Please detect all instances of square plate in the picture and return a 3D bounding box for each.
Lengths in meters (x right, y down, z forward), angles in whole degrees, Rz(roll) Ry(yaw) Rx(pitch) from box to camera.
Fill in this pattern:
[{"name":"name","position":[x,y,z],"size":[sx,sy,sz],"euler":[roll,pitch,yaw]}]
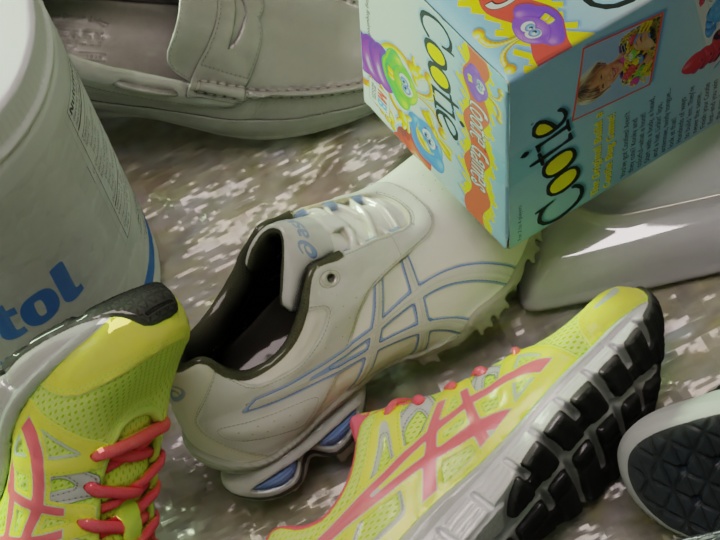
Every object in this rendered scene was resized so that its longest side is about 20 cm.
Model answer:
[{"name":"square plate","position":[0.149,-0.091,1.267],"size":[0.197,0.028,0.201],"euler":[-12,58,7]}]

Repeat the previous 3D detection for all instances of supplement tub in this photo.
[{"name":"supplement tub","position":[-0.166,-0.035,1.206],"size":[0.131,0.200,0.132],"euler":[-6,59,10]}]

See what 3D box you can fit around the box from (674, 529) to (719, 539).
[{"name":"box","position":[0.066,0.199,1.013],"size":[0.198,0.200,0.124],"euler":[-14,57,5]}]

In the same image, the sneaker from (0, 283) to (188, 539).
[{"name":"sneaker","position":[-0.104,0.089,1.142],"size":[0.090,0.200,0.078],"euler":[46,41,20]}]

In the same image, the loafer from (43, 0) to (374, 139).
[{"name":"loafer","position":[-0.071,-0.099,1.283],"size":[0.199,0.070,0.070],"euler":[-2,67,-5]}]

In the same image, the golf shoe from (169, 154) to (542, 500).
[{"name":"golf shoe","position":[0.000,0.000,1.202],"size":[0.078,0.097,0.200],"euler":[32,73,35]}]

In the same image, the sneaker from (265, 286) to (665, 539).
[{"name":"sneaker","position":[0.039,0.071,1.169],"size":[0.200,0.078,0.090],"euler":[-44,58,-13]}]

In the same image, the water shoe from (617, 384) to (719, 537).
[{"name":"water shoe","position":[0.201,0.057,1.155],"size":[0.199,0.072,0.079],"euler":[-11,24,15]}]

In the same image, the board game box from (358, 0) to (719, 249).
[{"name":"board game box","position":[0.108,-0.118,1.193],"size":[0.200,0.105,0.103],"euler":[-31,57,-20]}]
